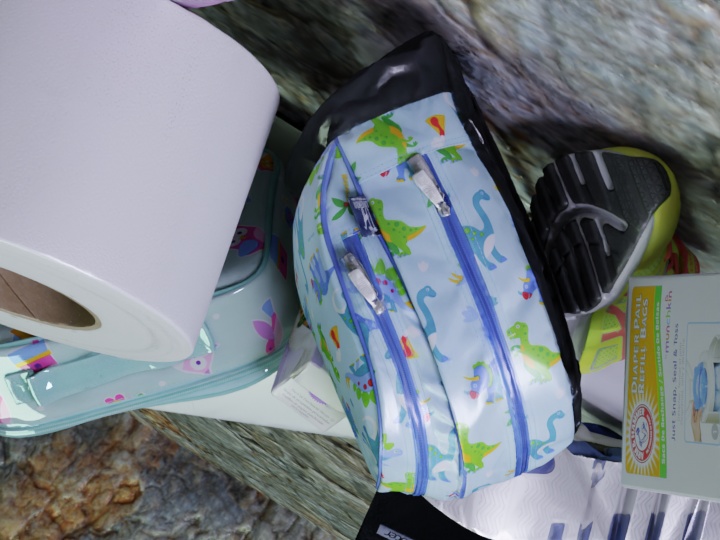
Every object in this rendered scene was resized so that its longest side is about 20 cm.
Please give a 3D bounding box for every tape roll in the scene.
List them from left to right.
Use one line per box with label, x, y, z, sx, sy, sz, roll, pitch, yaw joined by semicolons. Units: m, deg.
tape roll;-0.154;-0.054;1.192;0.202;0.140;0.203;18;165;5

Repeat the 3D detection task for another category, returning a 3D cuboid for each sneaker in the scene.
sneaker;0.102;0.115;1.335;0.198;0.081;0.115;20;175;-13
sneaker;0.134;-0.007;1.223;0.200;0.090;0.079;113;145;-64

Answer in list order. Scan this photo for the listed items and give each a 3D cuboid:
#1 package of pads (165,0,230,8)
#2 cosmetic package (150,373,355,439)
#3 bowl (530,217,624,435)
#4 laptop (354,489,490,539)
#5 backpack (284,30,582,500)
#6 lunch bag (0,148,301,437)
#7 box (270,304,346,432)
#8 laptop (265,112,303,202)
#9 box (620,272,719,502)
package of pads;-0.081;-0.173;1.064;0.120;0.076;0.200;31;171;-23
cosmetic package;-0.071;0.038;1.523;0.199;0.074;0.102;7;132;18
bowl;0.160;0.066;1.425;0.199;0.075;0.200;31;170;16
laptop;0.100;0.143;1.508;0.177;0.104;0.200;26;-172;0
backpack;0.034;0.012;1.191;0.200;0.153;0.163;54;163;9
lunch bag;-0.128;0.016;1.340;0.161;0.199;0.077;-90;-18;-54
box;0.000;0.000;1.312;0.041;0.201;0.039;38;131;-17
laptop;-0.007;-0.040;1.572;0.177;0.104;0.200;32;-165;8
box;0.204;0.053;1.070;0.112;0.102;0.200;3;178;-18
